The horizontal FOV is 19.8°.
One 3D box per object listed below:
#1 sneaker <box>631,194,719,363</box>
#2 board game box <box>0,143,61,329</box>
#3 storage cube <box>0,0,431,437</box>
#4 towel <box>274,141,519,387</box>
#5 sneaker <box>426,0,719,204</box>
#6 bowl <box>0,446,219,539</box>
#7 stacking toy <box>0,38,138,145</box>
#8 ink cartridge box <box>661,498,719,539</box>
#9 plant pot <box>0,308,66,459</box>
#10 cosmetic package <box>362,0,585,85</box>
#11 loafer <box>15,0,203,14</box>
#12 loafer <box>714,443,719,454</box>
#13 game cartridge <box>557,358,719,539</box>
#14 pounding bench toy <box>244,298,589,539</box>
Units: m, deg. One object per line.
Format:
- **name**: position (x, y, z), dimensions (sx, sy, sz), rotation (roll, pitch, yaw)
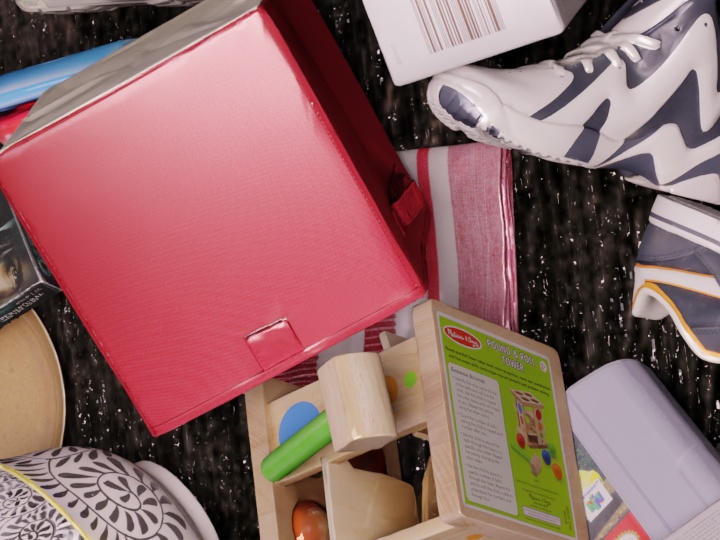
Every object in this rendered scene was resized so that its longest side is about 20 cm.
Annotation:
- **sneaker**: position (0.237, 0.025, 1.139), dimensions (0.200, 0.078, 0.080), rotation (25, 99, 41)
- **board game box**: position (-0.288, -0.040, 1.353), dimensions (0.135, 0.028, 0.201), rotation (-31, 67, 13)
- **storage cube**: position (-0.080, -0.045, 1.159), dimensions (0.199, 0.171, 0.180), rotation (-27, 105, 11)
- **towel**: position (0.000, 0.000, 1.268), dimensions (0.199, 0.023, 0.145), rotation (-5, 85, 21)
- **sneaker**: position (0.137, -0.120, 1.147), dimensions (0.198, 0.079, 0.130), rotation (14, 92, -19)
- **bowl**: position (-0.147, 0.177, 1.258), dimensions (0.200, 0.094, 0.201), rotation (34, 143, 31)
- **stacking toy**: position (-0.160, -0.037, 1.300), dimensions (0.109, 0.116, 0.201), rotation (-14, 96, 14)
- **ink cartridge box**: position (0.164, 0.246, 1.099), dimensions (0.199, 0.176, 0.084), rotation (-32, 40, -15)
- **plant pot**: position (-0.278, 0.092, 1.365), dimensions (0.199, 0.027, 0.201), rotation (-1, 87, 20)
- **cosmetic package**: position (0.075, -0.172, 1.148), dimensions (0.101, 0.200, 0.074), rotation (-16, 106, 19)
- **loafer**: position (-0.134, -0.202, 1.303), dimensions (0.199, 0.070, 0.070), rotation (0, 95, 21)
- **loafer**: position (0.245, 0.105, 1.143), dimensions (0.200, 0.070, 0.075), rotation (-41, 74, 14)
- **game cartridge**: position (0.118, 0.153, 1.181), dimensions (0.200, 0.041, 0.133), rotation (-50, 46, 16)
- **pounding bench toy**: position (0.001, 0.104, 1.141), dimensions (0.156, 0.200, 0.125), rotation (-24, 61, 32)
